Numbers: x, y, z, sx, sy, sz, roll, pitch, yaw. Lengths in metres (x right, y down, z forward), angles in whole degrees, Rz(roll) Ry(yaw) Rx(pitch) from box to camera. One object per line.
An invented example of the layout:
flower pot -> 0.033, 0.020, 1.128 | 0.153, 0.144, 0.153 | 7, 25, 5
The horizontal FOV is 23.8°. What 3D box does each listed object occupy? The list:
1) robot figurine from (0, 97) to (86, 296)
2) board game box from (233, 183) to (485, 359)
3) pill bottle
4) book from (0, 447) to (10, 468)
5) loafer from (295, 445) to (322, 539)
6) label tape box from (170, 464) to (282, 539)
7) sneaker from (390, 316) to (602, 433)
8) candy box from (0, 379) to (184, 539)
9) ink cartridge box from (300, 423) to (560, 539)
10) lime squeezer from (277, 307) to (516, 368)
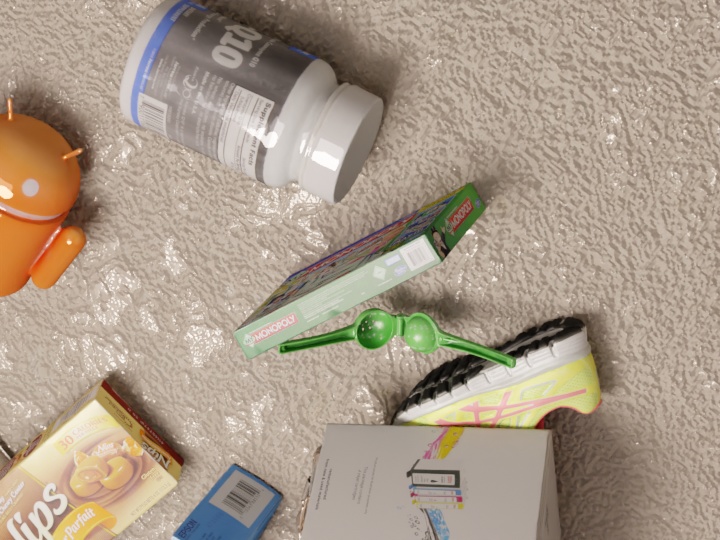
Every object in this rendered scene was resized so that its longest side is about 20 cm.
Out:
robot figurine -> -0.327, -0.058, 1.538 | 0.201, 0.116, 0.144 | -53, 50, 29
board game box -> 0.000, 0.000, 1.429 | 0.199, 0.135, 0.029 | -27, 100, 27
pill bottle -> -0.089, -0.139, 1.418 | 0.198, 0.114, 0.115 | 25, 117, 9
book -> -0.411, 0.263, 1.731 | 0.199, 0.048, 0.134 | -35, 101, 29
loafer -> -0.038, 0.250, 1.585 | 0.062, 0.072, 0.202 | 9, 117, 26
label tape box -> -0.161, 0.300, 1.605 | 0.066, 0.143, 0.201 | 33, 118, 4
sneaker -> 0.117, 0.117, 1.466 | 0.199, 0.078, 0.091 | -22, 104, 26
candy box -> -0.279, 0.213, 1.629 | 0.200, 0.055, 0.116 | -40, 103, 13
ink cartridge box -> 0.065, 0.230, 1.447 | 0.198, 0.146, 0.148 | 0, 134, 13
lime squeezer -> 0.033, 0.054, 1.443 | 0.197, 0.071, 0.038 | 4, 96, 5
